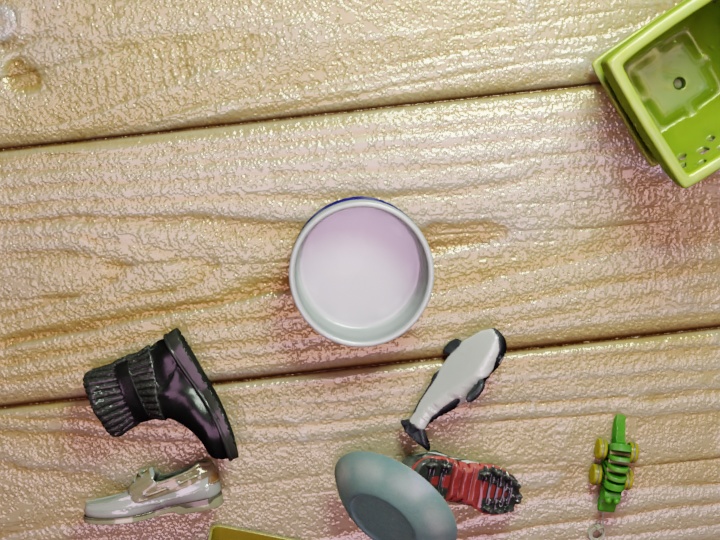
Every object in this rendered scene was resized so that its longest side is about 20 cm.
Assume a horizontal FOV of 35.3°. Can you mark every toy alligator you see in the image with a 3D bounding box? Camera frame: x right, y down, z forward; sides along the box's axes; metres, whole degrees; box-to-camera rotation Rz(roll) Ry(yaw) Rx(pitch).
[{"bbox_3d":[0.366,0.312,1.644,0.059,0.054,0.202,8,100,-3],"label":"toy alligator"}]

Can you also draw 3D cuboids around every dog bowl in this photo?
[{"bbox_3d":[0.000,0.000,1.564,0.198,0.079,0.202,0,100,-2],"label":"dog bowl"}]

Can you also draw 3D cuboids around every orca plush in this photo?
[{"bbox_3d":[0.149,0.171,1.606,0.071,0.105,0.201,26,96,-38],"label":"orca plush"}]

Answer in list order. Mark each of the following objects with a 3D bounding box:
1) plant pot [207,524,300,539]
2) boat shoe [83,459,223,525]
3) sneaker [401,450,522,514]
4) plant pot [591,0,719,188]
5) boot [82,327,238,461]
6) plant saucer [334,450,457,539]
[{"bbox_3d":[-0.140,0.506,1.602,0.198,0.200,0.178,11,111,-4],"label":"plant pot"},{"bbox_3d":[-0.299,0.316,1.618,0.198,0.075,0.069,-9,95,-8],"label":"boat shoe"},{"bbox_3d":[0.140,0.302,1.629,0.199,0.098,0.072,16,87,-28],"label":"sneaker"},{"bbox_3d":[0.430,-0.247,1.482,0.198,0.182,0.201,-33,99,4],"label":"plant pot"},{"bbox_3d":[-0.278,0.202,1.588,0.157,0.079,0.212,-30,89,-3],"label":"boot"},{"bbox_3d":[0.039,0.338,1.580,0.200,0.039,0.202,22,137,22],"label":"plant saucer"}]
